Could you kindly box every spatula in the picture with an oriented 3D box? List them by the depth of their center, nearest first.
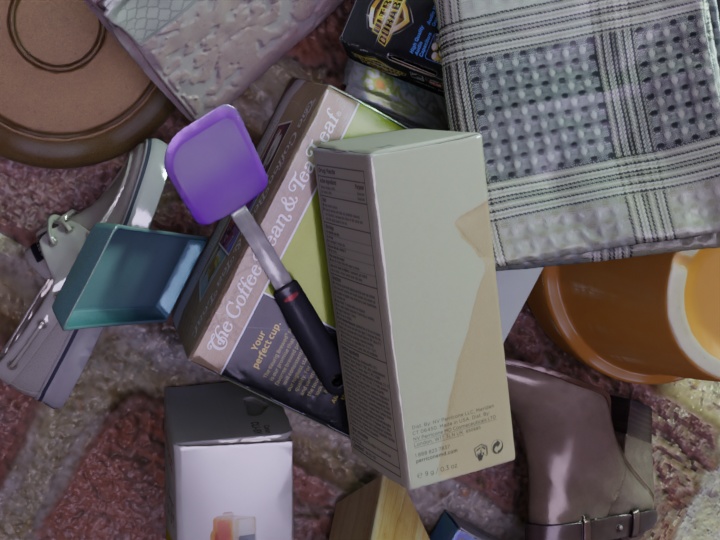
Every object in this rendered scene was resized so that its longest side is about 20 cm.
[{"bbox_3d":[-0.057,-0.004,0.805,0.056,0.021,0.202,-31,105,-10],"label":"spatula"}]

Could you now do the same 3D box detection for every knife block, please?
[{"bbox_3d":[-0.004,0.261,0.901,0.174,0.064,0.202,-9,68,-49],"label":"knife block"}]

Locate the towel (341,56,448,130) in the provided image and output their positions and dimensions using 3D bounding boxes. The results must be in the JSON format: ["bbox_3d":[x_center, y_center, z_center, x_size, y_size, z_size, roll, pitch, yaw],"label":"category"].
[{"bbox_3d":[0.097,-0.181,0.933,0.170,0.048,0.202,24,94,-17],"label":"towel"}]

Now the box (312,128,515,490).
[{"bbox_3d":[0.032,0.019,0.789,0.077,0.095,0.203,-11,103,-21],"label":"box"}]

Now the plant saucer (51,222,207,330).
[{"bbox_3d":[-0.148,0.002,0.841,0.019,0.200,0.071,28,93,7],"label":"plant saucer"}]

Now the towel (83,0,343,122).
[{"bbox_3d":[-0.066,-0.194,0.829,0.200,0.191,0.032,-42,70,1],"label":"towel"}]

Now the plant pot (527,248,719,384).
[{"bbox_3d":[0.237,-0.002,0.929,0.197,0.183,0.203,-3,101,-13],"label":"plant pot"}]

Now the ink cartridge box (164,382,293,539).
[{"bbox_3d":[-0.095,0.193,0.909,0.082,0.145,0.203,-1,101,-11],"label":"ink cartridge box"}]

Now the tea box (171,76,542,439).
[{"bbox_3d":[0.000,0.000,0.900,0.195,0.134,0.202,28,93,-17],"label":"tea box"}]

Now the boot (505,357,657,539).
[{"bbox_3d":[0.152,0.158,0.988,0.198,0.070,0.148,20,82,-26],"label":"boot"}]

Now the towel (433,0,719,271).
[{"bbox_3d":[0.151,-0.103,0.791,0.197,0.035,0.195,-8,81,8],"label":"towel"}]

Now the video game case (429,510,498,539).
[{"bbox_3d":[0.094,0.321,1.029,0.180,0.045,0.201,30,93,-17],"label":"video game case"}]

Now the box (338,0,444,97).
[{"bbox_3d":[0.113,-0.202,0.851,0.196,0.050,0.202,22,86,13],"label":"box"}]

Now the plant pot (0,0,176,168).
[{"bbox_3d":[-0.206,-0.169,0.874,0.197,0.027,0.203,-2,101,-12],"label":"plant pot"}]

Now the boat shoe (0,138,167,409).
[{"bbox_3d":[-0.196,-0.006,0.889,0.069,0.071,0.202,25,99,-15],"label":"boat shoe"}]
